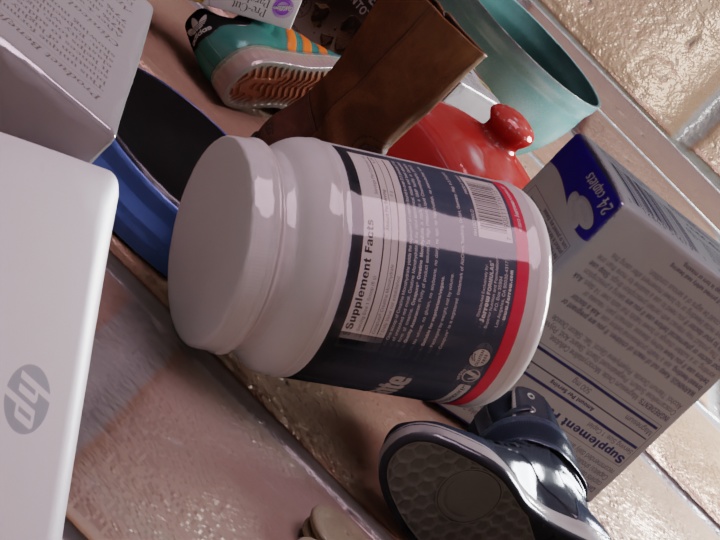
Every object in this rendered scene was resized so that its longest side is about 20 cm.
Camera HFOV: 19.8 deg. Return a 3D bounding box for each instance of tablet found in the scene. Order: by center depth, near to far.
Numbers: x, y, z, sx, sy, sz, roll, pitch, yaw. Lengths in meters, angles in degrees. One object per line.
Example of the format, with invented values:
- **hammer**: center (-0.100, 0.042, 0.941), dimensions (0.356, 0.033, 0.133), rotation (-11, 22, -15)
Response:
- **tablet**: center (-0.149, 0.048, 0.810), dimensions (0.014, 0.202, 0.130), rotation (5, -7, 32)

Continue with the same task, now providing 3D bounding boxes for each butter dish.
- **butter dish**: center (0.077, -0.070, 1.634), dimensions (0.199, 0.148, 0.200), rotation (24, 27, -52)

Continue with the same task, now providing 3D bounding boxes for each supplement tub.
- **supplement tub**: center (0.000, 0.000, 1.220), dimensions (0.199, 0.141, 0.141), rotation (11, 32, -26)

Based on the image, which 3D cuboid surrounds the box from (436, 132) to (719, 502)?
- **box**: center (0.161, 0.037, 1.493), dimensions (0.183, 0.200, 0.105), rotation (34, 19, -33)

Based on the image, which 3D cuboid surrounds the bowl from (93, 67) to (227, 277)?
- **bowl**: center (-0.119, -0.059, 1.329), dimensions (0.200, 0.039, 0.201), rotation (41, 18, -16)

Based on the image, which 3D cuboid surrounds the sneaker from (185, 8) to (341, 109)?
- **sneaker**: center (-0.068, -0.173, 1.658), dimensions (0.080, 0.071, 0.200), rotation (56, 20, 18)

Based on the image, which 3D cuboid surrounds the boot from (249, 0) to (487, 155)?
- **boot**: center (0.019, -0.080, 1.425), dimensions (0.068, 0.200, 0.189), rotation (26, 25, -47)

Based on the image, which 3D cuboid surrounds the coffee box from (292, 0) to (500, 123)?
- **coffee box**: center (0.024, -0.181, 1.825), dimensions (0.080, 0.113, 0.201), rotation (23, 28, -52)

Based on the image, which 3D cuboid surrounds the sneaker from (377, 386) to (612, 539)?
- **sneaker**: center (0.073, 0.120, 1.296), dimensions (0.202, 0.077, 0.147), rotation (37, 22, -34)

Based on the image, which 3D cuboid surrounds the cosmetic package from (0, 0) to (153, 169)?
- **cosmetic package**: center (-0.214, -0.089, 0.948), dimensions (0.167, 0.166, 0.200), rotation (40, 17, -15)

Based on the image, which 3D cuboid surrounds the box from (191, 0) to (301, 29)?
- **box**: center (-0.139, -0.235, 1.577), dimensions (0.199, 0.042, 0.039), rotation (14, 28, -24)

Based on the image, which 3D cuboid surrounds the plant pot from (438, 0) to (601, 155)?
- **plant pot**: center (0.121, -0.188, 2.037), dimensions (0.200, 0.134, 0.201), rotation (41, 17, -16)

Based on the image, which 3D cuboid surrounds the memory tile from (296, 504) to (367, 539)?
- **memory tile**: center (0.010, 0.205, 1.060), dimensions (0.153, 0.017, 0.200), rotation (45, 16, -1)
